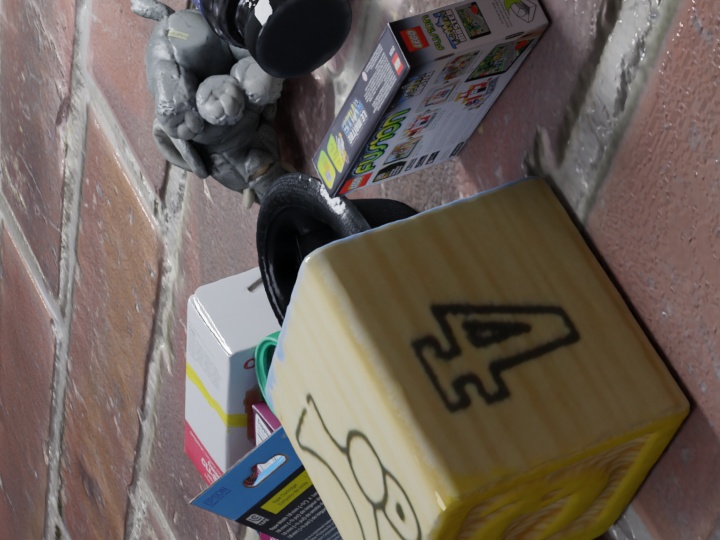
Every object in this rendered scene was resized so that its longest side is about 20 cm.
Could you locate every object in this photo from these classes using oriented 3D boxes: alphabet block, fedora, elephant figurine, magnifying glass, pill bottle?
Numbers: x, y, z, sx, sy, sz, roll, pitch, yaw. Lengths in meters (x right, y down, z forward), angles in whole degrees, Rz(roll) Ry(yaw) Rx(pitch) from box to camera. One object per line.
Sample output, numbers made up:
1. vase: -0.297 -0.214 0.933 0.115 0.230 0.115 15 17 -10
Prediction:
1. alphabet block: 0.071 0.088 1.303 0.201 0.195 0.196 60 156 24
2. fedora: 0.000 0.000 1.522 0.200 0.091 0.202 40 140 44
3. elephant figurine: -0.118 -0.123 1.670 0.201 0.140 0.157 79 -170 -58
4. magnifying glass: -0.037 0.077 1.514 0.200 0.022 0.080 -28 83 61
5. pill bottle: -0.090 -0.246 1.514 0.201 0.111 0.112 55 152 33

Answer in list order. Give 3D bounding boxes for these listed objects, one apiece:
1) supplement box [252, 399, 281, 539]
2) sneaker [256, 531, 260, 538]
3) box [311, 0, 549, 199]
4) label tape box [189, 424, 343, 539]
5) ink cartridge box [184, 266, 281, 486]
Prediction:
1. supplement box: -0.014 0.200 1.657 0.103 0.130 0.202 46 146 46
2. sneaker: -0.085 0.218 1.890 0.202 0.076 0.111 67 163 -1
3. box: 0.044 -0.120 1.315 0.035 0.109 0.200 64 155 15
4. label tape box: -0.011 0.159 1.486 0.144 0.199 0.064 -41 34 36
5. ink cartridge box: -0.075 0.095 1.694 0.084 0.144 0.201 51 150 37
